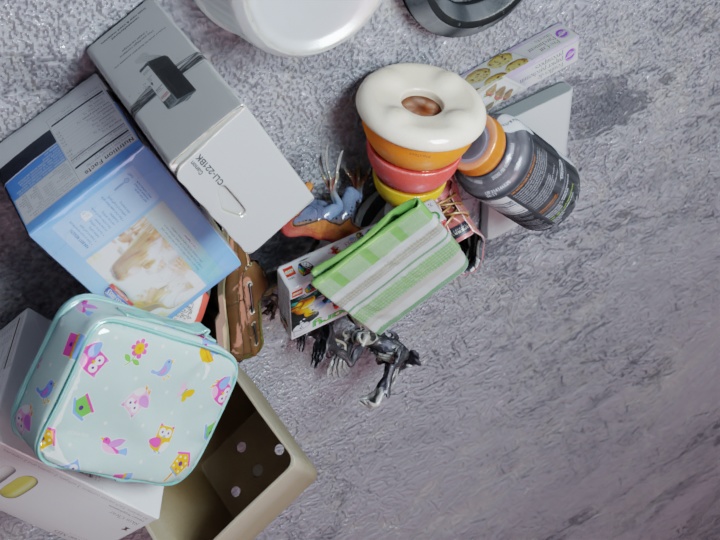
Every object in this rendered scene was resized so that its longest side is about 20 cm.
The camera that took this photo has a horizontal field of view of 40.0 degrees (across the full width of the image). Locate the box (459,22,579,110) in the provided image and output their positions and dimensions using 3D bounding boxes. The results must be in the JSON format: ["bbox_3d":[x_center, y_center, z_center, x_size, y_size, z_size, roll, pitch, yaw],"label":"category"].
[{"bbox_3d":[0.175,-0.236,1.195,0.198,0.042,0.039,-29,141,-13],"label":"box"}]

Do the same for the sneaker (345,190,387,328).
[{"bbox_3d":[0.025,-0.014,1.253,0.073,0.080,0.202,-4,127,-34],"label":"sneaker"}]

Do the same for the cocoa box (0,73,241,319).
[{"bbox_3d":[-0.231,-0.056,0.951,0.133,0.131,0.201,-37,142,-3],"label":"cocoa box"}]

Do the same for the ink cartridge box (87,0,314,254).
[{"bbox_3d":[-0.145,-0.131,0.895,0.083,0.200,0.145,-39,143,-1],"label":"ink cartridge box"}]

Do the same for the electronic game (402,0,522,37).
[{"bbox_3d":[0.126,-0.342,1.048,0.198,0.042,0.202,-22,138,-20],"label":"electronic game"}]

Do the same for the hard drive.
[{"bbox_3d":[0.221,-0.144,1.333,0.131,0.026,0.202,-26,140,-18],"label":"hard drive"}]

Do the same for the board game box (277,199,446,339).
[{"bbox_3d":[0.000,0.000,1.133,0.198,0.035,0.127,-25,155,-15],"label":"board game box"}]

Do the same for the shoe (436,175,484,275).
[{"bbox_3d":[0.109,-0.080,1.247,0.071,0.091,0.201,-32,141,-10],"label":"shoe"}]

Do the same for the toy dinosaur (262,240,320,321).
[{"bbox_3d":[-0.128,0.032,1.196,0.198,0.047,0.089,-22,132,-28],"label":"toy dinosaur"}]

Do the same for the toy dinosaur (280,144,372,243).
[{"bbox_3d":[-0.032,-0.062,1.089,0.105,0.182,0.200,-36,102,27],"label":"toy dinosaur"}]

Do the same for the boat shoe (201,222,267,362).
[{"bbox_3d":[-0.143,0.007,1.115,0.067,0.072,0.203,-9,117,-29],"label":"boat shoe"}]

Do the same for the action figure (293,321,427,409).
[{"bbox_3d":[0.000,0.121,1.337,0.198,0.118,0.103,22,94,-39],"label":"action figure"}]

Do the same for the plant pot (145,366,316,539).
[{"bbox_3d":[-0.170,0.247,1.261,0.200,0.200,0.177,-43,153,4],"label":"plant pot"}]

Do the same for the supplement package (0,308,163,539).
[{"bbox_3d":[-0.307,0.169,1.020,0.110,0.157,0.199,-31,129,30],"label":"supplement package"}]

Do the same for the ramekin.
[{"bbox_3d":[-0.058,-0.289,0.902,0.200,0.094,0.204,-22,138,-21],"label":"ramekin"}]

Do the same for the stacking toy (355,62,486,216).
[{"bbox_3d":[0.055,-0.120,1.129,0.144,0.147,0.202,-18,141,-26],"label":"stacking toy"}]

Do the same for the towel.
[{"bbox_3d":[0.036,-0.004,1.100,0.148,0.031,0.200,-37,152,5],"label":"towel"}]

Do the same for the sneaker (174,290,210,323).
[{"bbox_3d":[-0.246,0.057,1.095,0.107,0.068,0.202,2,131,-43],"label":"sneaker"}]

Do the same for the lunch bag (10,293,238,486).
[{"bbox_3d":[-0.216,0.113,0.938,0.199,0.077,0.162,25,88,-49],"label":"lunch bag"}]

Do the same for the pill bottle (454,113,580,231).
[{"bbox_3d":[0.183,-0.125,1.209,0.107,0.106,0.199,-51,143,13],"label":"pill bottle"}]
